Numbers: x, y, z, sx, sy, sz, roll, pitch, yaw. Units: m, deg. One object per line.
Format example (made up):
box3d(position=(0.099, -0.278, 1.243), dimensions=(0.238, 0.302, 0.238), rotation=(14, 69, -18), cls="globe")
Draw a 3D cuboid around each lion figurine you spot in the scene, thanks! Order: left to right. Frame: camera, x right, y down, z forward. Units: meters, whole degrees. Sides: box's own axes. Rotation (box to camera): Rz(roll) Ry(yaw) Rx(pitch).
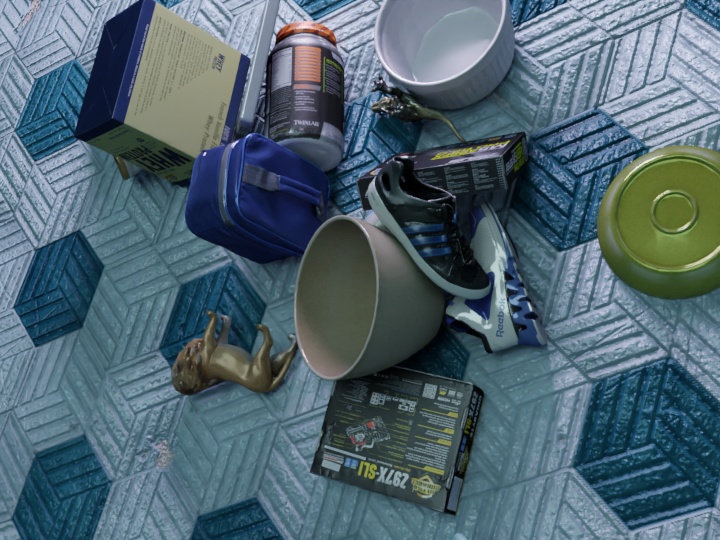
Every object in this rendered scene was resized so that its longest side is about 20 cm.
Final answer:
box3d(position=(-0.176, 0.132, 1.336), dimensions=(0.196, 0.072, 0.125), rotation=(11, 84, 24), cls="lion figurine")

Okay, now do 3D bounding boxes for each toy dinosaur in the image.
box3d(position=(0.064, -0.227, 1.317), dimensions=(0.199, 0.087, 0.048), rotation=(35, 101, 50), cls="toy dinosaur")

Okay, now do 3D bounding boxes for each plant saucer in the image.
box3d(position=(0.386, -0.067, 1.159), dimensions=(0.196, 0.031, 0.204), rotation=(-9, 68, 23), cls="plant saucer")

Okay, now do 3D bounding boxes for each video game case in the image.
box3d(position=(-0.155, -0.308, 1.421), dimensions=(0.022, 0.182, 0.204), rotation=(12, 88, -9), cls="video game case")

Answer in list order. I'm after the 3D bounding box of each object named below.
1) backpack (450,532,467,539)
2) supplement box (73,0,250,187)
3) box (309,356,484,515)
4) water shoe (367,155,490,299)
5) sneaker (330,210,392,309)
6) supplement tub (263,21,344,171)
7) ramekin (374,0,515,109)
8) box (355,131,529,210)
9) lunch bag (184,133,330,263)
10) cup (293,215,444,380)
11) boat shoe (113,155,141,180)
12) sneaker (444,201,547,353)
box3d(position=(0.136, 0.388, 1.030), dimensions=(0.152, 0.177, 0.200), rotation=(-36, 57, -11), cls="backpack")
box3d(position=(-0.300, -0.266, 1.449), dimensions=(0.133, 0.198, 0.204), rotation=(-8, 66, 48), cls="supplement box")
box3d(position=(0.045, 0.207, 1.212), dimensions=(0.196, 0.049, 0.163), rotation=(9, 78, 28), cls="box")
box3d(position=(0.092, -0.051, 1.144), dimensions=(0.200, 0.071, 0.079), rotation=(44, 127, 5), cls="water shoe")
box3d(position=(0.000, 0.000, 1.310), dimensions=(0.202, 0.071, 0.073), rotation=(-58, 18, 6), cls="sneaker")
box3d(position=(-0.083, -0.257, 1.405), dimensions=(0.120, 0.122, 0.204), rotation=(-9, 67, 22), cls="supplement tub")
box3d(position=(0.126, -0.326, 1.339), dimensions=(0.196, 0.105, 0.204), rotation=(-9, 67, 22), cls="ramekin")
box3d(position=(0.112, -0.132, 1.245), dimensions=(0.196, 0.160, 0.045), rotation=(-7, 105, 24), cls="box")
box3d(position=(-0.130, -0.095, 1.330), dimensions=(0.131, 0.198, 0.139), rotation=(-9, 68, 42), cls="lunch bag")
box3d(position=(0.022, 0.041, 1.204), dimensions=(0.199, 0.141, 0.205), rotation=(-15, 71, 54), cls="cup")
box3d(position=(-0.392, -0.229, 1.584), dimensions=(0.068, 0.072, 0.201), rotation=(-21, 51, -13), cls="boat shoe")
box3d(position=(0.154, 0.019, 1.211), dimensions=(0.113, 0.080, 0.203), rotation=(-22, 65, 14), cls="sneaker")
